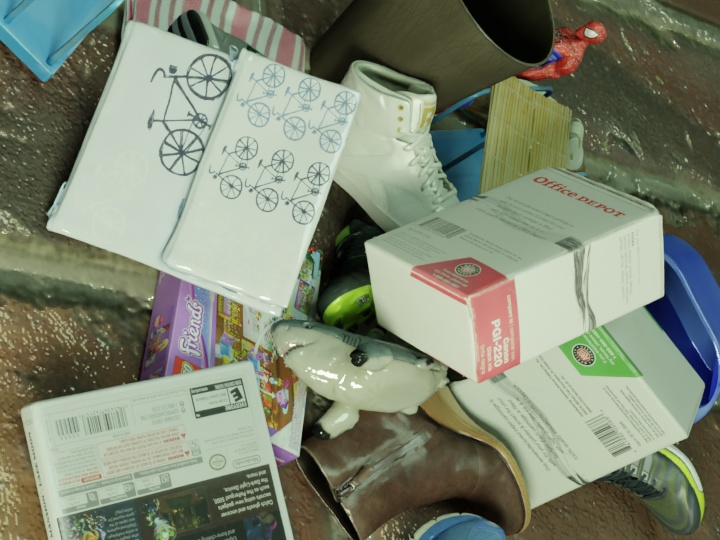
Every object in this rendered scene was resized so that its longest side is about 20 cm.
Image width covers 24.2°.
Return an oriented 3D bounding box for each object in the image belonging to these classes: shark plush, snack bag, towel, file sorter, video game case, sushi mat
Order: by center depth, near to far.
[{"bbox_3d":[-0.139,0.169,1.217,0.199,0.023,0.183,-9,83,-43],"label":"video game case"},{"bbox_3d":[-0.120,-0.086,1.295,0.199,0.021,0.189,21,81,-2],"label":"snack bag"},{"bbox_3d":[-0.256,-0.282,1.312,0.200,0.122,0.139,46,43,-17],"label":"file sorter"},{"bbox_3d":[0.027,0.066,1.372,0.199,0.091,0.083,-9,43,-29],"label":"shark plush"},{"bbox_3d":[-0.122,-0.182,1.473,0.199,0.030,0.147,24,52,-35],"label":"towel"},{"bbox_3d":[0.148,-0.087,1.522,0.095,0.012,0.201,29,53,-27],"label":"sushi mat"},{"bbox_3d":[0.145,-0.065,1.610,0.138,0.122,0.201,-8,73,-49],"label":"file sorter"}]

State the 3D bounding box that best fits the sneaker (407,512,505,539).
[{"bbox_3d":[0.063,0.261,1.339,0.200,0.089,0.079,-31,122,-46],"label":"sneaker"}]

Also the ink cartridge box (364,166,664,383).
[{"bbox_3d":[0.126,-0.002,1.362,0.199,0.145,0.085,-24,121,-26],"label":"ink cartridge box"}]

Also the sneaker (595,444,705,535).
[{"bbox_3d":[0.251,0.184,1.620,0.200,0.074,0.081,47,48,-4],"label":"sneaker"}]

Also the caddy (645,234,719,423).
[{"bbox_3d":[0.288,0.059,1.670,0.105,0.141,0.201,-21,82,-53],"label":"caddy"}]

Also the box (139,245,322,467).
[{"bbox_3d":[-0.101,0.043,1.352,0.137,0.039,0.201,31,48,-31],"label":"box"}]

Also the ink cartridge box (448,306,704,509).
[{"bbox_3d":[0.176,0.108,1.479,0.147,0.200,0.083,50,37,-12],"label":"ink cartridge box"}]

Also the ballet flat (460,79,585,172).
[{"bbox_3d":[0.183,-0.148,1.737,0.200,0.072,0.068,40,44,-23],"label":"ballet flat"}]

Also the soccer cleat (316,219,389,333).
[{"bbox_3d":[0.000,0.000,1.458,0.081,0.068,0.200,47,24,8],"label":"soccer cleat"}]

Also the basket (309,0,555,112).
[{"bbox_3d":[0.058,-0.216,1.545,0.136,0.200,0.181,-1,65,-45],"label":"basket"}]

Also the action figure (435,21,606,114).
[{"bbox_3d":[0.142,-0.201,1.623,0.066,0.199,0.052,-89,156,-43],"label":"action figure"}]

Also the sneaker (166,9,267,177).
[{"bbox_3d":[-0.087,-0.123,1.393,0.115,0.075,0.201,13,51,-47],"label":"sneaker"}]

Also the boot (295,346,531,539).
[{"bbox_3d":[0.044,0.181,1.418,0.166,0.072,0.200,-41,100,-37],"label":"boot"}]

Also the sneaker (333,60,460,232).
[{"bbox_3d":[0.048,-0.098,1.479,0.200,0.116,0.074,39,35,11],"label":"sneaker"}]
